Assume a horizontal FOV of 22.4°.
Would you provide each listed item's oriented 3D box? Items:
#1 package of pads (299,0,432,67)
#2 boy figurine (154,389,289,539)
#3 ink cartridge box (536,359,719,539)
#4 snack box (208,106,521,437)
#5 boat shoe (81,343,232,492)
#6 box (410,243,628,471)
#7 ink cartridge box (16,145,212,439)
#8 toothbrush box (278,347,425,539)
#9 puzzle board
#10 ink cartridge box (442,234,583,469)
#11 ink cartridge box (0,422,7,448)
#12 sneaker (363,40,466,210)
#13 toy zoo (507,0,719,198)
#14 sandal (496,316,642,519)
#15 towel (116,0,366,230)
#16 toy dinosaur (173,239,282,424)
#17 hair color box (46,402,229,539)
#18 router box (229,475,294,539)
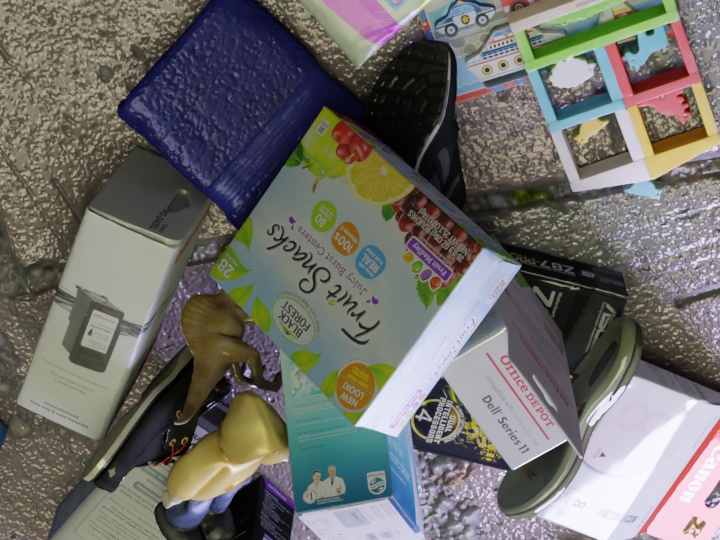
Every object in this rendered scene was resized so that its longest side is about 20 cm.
[{"bbox_3d":[0.019,-0.280,1.393,0.200,0.068,0.155,-40,101,19],"label":"package of pads"},{"bbox_3d":[-0.106,0.165,1.534,0.065,0.124,0.200,60,141,19],"label":"boy figurine"},{"bbox_3d":[0.270,0.174,1.608,0.199,0.057,0.163,23,113,-18],"label":"ink cartridge box"},{"bbox_3d":[0.000,0.000,1.406,0.169,0.200,0.068,-54,144,12],"label":"snack box"},{"bbox_3d":[-0.165,0.128,1.517,0.063,0.201,0.074,46,120,-4],"label":"boat shoe"},{"bbox_3d":[0.126,0.078,1.593,0.160,0.049,0.201,13,117,-8],"label":"box"},{"bbox_3d":[-0.201,0.015,1.522,0.083,0.145,0.201,24,116,-1],"label":"ink cartridge box"},{"bbox_3d":[-0.009,0.118,1.513,0.085,0.201,0.147,-12,156,8],"label":"toothbrush box"},{"bbox_3d":[0.143,-0.226,1.452,0.199,0.017,0.152,-16,115,12],"label":"puzzle board"},{"bbox_3d":[0.115,0.073,1.450,0.067,0.200,0.117,-31,113,15],"label":"ink cartridge box"},{"bbox_3d":[-0.438,0.127,1.629,0.144,0.085,0.200,-31,113,17],"label":"ink cartridge box"},{"bbox_3d":[0.050,-0.086,1.488,0.075,0.087,0.202,15,94,37],"label":"sneaker"},{"bbox_3d":[0.212,-0.143,1.478,0.130,0.021,0.201,-19,123,13],"label":"toy zoo"},{"bbox_3d":[0.167,0.119,1.546,0.057,0.080,0.202,24,106,-20],"label":"sandal"},{"bbox_3d":[-0.084,-0.119,1.493,0.200,0.050,0.148,43,88,-17],"label":"towel"},{"bbox_3d":[-0.114,0.068,1.546,0.101,0.201,0.058,32,144,-27],"label":"toy dinosaur"},{"bbox_3d":[-0.190,0.200,1.667,0.099,0.061,0.200,36,114,-15],"label":"hair color box"},{"bbox_3d":[-0.151,0.295,1.665,0.200,0.149,0.051,-39,109,21],"label":"router box"}]
